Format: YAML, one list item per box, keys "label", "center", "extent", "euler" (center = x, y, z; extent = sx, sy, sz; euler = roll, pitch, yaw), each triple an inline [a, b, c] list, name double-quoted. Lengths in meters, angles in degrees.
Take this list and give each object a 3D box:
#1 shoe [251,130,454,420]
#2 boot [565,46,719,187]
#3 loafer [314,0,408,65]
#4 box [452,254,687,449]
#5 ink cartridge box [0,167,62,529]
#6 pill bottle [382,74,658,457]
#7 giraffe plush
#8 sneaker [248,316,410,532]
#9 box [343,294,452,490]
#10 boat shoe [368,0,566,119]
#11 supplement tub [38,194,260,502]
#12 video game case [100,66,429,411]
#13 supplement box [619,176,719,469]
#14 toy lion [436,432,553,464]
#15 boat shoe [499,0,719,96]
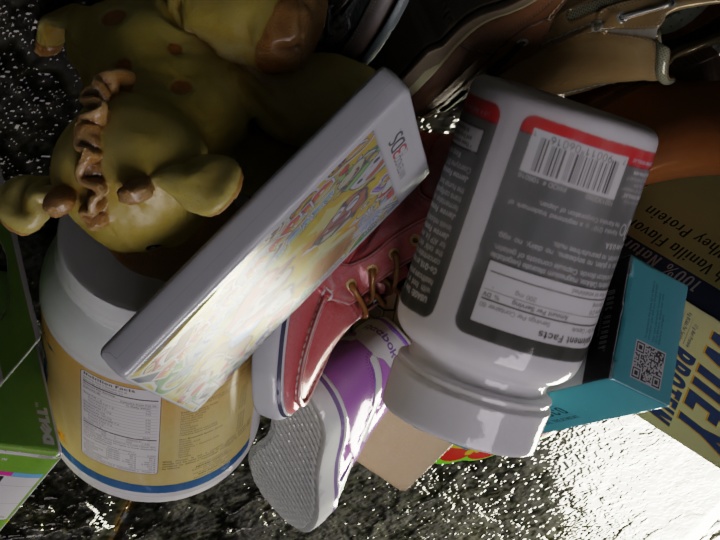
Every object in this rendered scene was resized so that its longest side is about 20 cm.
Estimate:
- label: "shoe"
  center: [0.000, 0.000, 1.069]
  extent: [0.091, 0.200, 0.071]
  euler: [12, 165, 13]
- label: "boot"
  center: [0.177, -0.068, 1.077]
  extent: [0.155, 0.200, 0.074]
  euler: [-26, 116, -4]
- label: "loafer"
  center: [-0.025, -0.143, 0.988]
  extent: [0.063, 0.072, 0.200]
  euler: [8, 139, -26]
- label: "box"
  center: [0.116, 0.056, 1.113]
  extent: [0.049, 0.082, 0.200]
  euler: [26, 155, -27]
- label: "ink cartridge box"
  center: [-0.226, 0.051, 1.077]
  extent: [0.076, 0.148, 0.200]
  euler: [13, 134, -38]
- label: "pill bottle"
  center: [0.088, -0.003, 1.017]
  extent: [0.114, 0.114, 0.200]
  euler: [12, 101, -37]
- label: "giraffe plush"
  center: [-0.098, -0.069, 0.920]
  extent: [0.200, 0.162, 0.172]
  euler: [37, 131, -27]
- label: "sneaker"
  center: [-0.009, 0.104, 1.211]
  extent: [0.114, 0.073, 0.201]
  euler: [-36, 164, -30]
- label: "box"
  center: [0.033, 0.048, 1.231]
  extent: [0.163, 0.021, 0.200]
  euler: [37, 114, -17]
- label: "boat shoe"
  center: [0.079, -0.158, 1.023]
  extent: [0.068, 0.072, 0.200]
  euler: [14, 142, -45]
- label: "supplement tub"
  center: [-0.129, 0.039, 1.113]
  extent: [0.144, 0.145, 0.200]
  euler: [-9, 143, -15]
- label: "video game case"
  center: [-0.043, -0.009, 0.941]
  extent: [0.200, 0.023, 0.182]
  euler: [-45, 169, -3]
- label: "supplement box"
  center: [0.273, 0.014, 1.165]
  extent: [0.200, 0.200, 0.134]
  euler: [-45, 158, -32]
- label: "toy lion"
  center: [0.087, 0.098, 1.381]
  extent: [0.200, 0.069, 0.192]
  euler: [1, 147, -27]
- label: "boat shoe"
  center: [0.168, -0.144, 1.071]
  extent: [0.200, 0.076, 0.072]
  euler: [-26, 145, 9]
